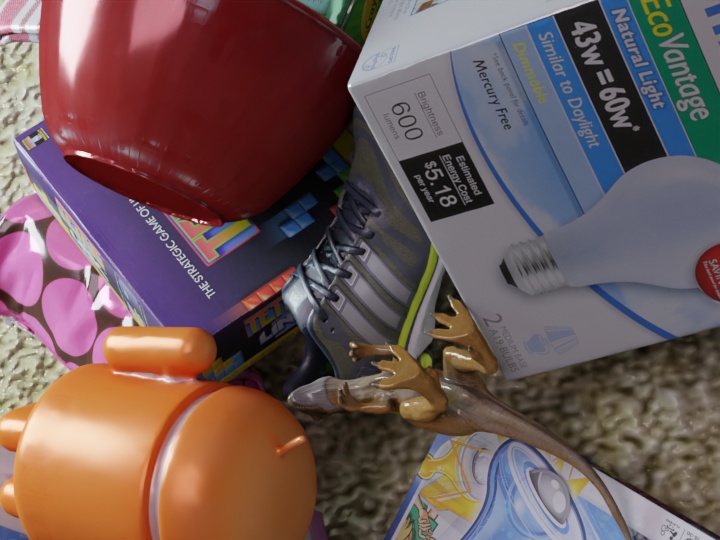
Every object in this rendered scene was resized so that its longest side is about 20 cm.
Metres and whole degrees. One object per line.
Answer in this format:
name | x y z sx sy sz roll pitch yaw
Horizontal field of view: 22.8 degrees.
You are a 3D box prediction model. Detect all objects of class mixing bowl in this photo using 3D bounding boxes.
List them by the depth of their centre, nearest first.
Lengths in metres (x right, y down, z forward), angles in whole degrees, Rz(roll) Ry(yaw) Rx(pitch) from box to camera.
mixing bowl | -0.099 -0.093 0.975 0.199 0.200 0.109 17 80 32

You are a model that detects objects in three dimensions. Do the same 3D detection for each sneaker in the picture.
sneaker | 0.000 0.000 0.981 0.074 0.080 0.202 45 139 52

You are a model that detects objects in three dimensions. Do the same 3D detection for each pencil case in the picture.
pencil case | -0.154 0.041 1.115 0.200 0.091 0.094 40 90 29

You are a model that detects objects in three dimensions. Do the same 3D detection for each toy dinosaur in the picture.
toy dinosaur | 0.055 0.069 0.936 0.198 0.107 0.061 16 62 25

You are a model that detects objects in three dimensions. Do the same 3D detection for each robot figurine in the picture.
robot figurine | -0.107 0.115 0.974 0.198 0.117 0.145 6 65 33

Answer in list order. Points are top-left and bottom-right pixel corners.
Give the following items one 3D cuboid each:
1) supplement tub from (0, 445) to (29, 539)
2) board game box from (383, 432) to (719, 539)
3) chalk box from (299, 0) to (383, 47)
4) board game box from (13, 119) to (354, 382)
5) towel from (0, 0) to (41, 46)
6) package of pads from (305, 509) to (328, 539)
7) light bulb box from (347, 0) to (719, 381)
supplement tub | -0.278 0.197 1.123 0.131 0.132 0.201 34 95 31
board game box | 0.106 0.170 0.963 0.199 0.034 0.136 28 93 32
chalk box | -0.013 -0.188 1.022 0.124 0.200 0.125 22 89 32
board game box | -0.088 -0.047 1.075 0.165 0.057 0.200 -34 59 -16
towel | -0.136 -0.194 1.159 0.198 0.030 0.147 5 49 33
package of pads | -0.061 0.244 1.019 0.120 0.075 0.202 -25 67 25
light bulb box | 0.132 -0.075 0.898 0.198 0.199 0.125 -17 30 26
